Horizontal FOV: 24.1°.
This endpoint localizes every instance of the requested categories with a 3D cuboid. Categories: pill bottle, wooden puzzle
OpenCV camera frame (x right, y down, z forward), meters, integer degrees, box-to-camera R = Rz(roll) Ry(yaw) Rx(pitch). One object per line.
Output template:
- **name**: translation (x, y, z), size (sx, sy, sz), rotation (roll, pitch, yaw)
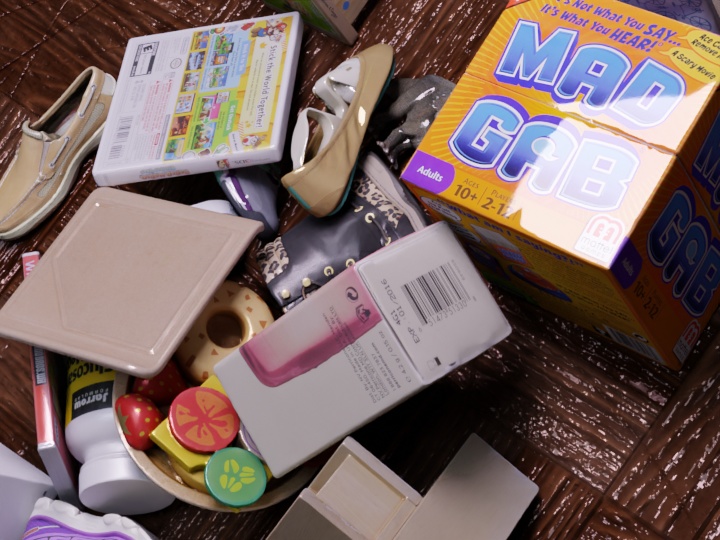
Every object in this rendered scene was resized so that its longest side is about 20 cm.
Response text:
- **pill bottle**: translation (-0.207, 0.109, 1.506), size (0.112, 0.112, 0.201), rotation (-16, 59, 20)
- **wooden puzzle**: translation (-0.204, 0.010, 1.469), size (0.184, 0.037, 0.200), rotation (13, 49, 29)

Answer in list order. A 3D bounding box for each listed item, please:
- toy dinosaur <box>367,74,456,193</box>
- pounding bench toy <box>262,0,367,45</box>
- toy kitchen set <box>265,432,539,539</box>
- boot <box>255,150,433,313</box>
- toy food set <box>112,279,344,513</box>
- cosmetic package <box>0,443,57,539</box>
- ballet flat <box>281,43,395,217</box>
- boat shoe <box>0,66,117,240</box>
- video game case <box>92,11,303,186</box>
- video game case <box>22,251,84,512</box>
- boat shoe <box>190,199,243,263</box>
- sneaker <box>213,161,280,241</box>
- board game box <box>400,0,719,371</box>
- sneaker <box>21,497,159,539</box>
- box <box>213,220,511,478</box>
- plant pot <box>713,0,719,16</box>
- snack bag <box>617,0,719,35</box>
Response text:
- **toy dinosaur**: translation (0.061, -0.137, 1.527), size (0.102, 0.077, 0.200), rotation (-35, 23, 4)
- **pounding bench toy**: translation (-0.049, -0.347, 1.605), size (0.124, 0.200, 0.156), rotation (29, 81, 35)
- **toy kitchen set**: translation (0.035, 0.238, 1.353), size (0.200, 0.181, 0.163), rotation (39, 43, 5)
- **boot**: translation (0.000, 0.000, 1.479), size (0.150, 0.073, 0.200), rotation (-37, 50, 5)
- **toy food set**: translation (-0.112, 0.114, 1.437), size (0.198, 0.049, 0.200), rotation (39, 52, 8)
- **cosmetic package**: translation (-0.420, 0.188, 1.513), size (0.199, 0.199, 0.124), rotation (29, 93, 35)
- **ballet flat**: translation (-0.020, -0.141, 1.509), size (0.069, 0.063, 0.201), rotation (-31, 33, 48)
- **boat shoe**: translation (-0.322, -0.125, 1.709), size (0.072, 0.076, 0.200), rotation (33, 83, 35)
- **video game case**: translation (-0.151, -0.165, 1.603), size (0.181, 0.023, 0.201), rotation (-7, 45, 14)
- **video game case**: translation (-0.279, 0.104, 1.532), size (0.017, 0.143, 0.201), rotation (-10, 59, -3)
- **boat shoe**: translation (-0.201, 0.002, 1.589), size (0.199, 0.072, 0.068), rotation (-20, 56, 9)
- **sneaker**: translation (-0.100, -0.121, 1.596), size (0.087, 0.074, 0.201), rotation (-29, 55, 5)
- **board game box**: translation (0.194, -0.078, 1.338), size (0.199, 0.200, 0.201), rotation (26, 79, 34)
- **sneaker**: translation (-0.223, 0.260, 1.456), size (0.199, 0.081, 0.084), rotation (4, 57, 41)
- **box**: translation (-0.001, 0.063, 1.349), size (0.200, 0.128, 0.109), rotation (-35, 85, 42)
- **plant pot**: translation (0.354, -0.297, 1.369), size (0.186, 0.200, 0.189), rotation (-12, 60, 21)
- **snack bag**: translation (0.215, -0.192, 1.394), size (0.199, 0.189, 0.022), rotation (13, 71, 32)
